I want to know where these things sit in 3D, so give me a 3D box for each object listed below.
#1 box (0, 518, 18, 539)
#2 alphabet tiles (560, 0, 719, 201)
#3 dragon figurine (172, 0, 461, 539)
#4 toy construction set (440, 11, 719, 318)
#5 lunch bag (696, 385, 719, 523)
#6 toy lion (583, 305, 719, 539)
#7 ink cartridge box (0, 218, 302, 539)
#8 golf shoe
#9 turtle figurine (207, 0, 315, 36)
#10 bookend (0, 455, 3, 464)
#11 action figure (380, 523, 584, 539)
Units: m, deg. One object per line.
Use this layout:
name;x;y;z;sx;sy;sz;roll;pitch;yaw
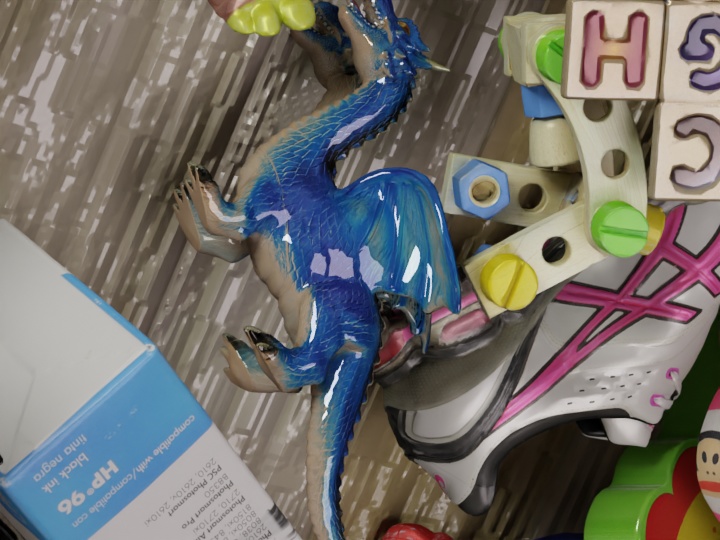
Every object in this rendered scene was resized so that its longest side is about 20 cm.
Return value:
box;-0.196;0.188;0.938;0.200;0.049;0.160;-26;122;-23
alphabet tiles;0.149;-0.121;0.892;0.166;0.006;0.200;0;102;-16
dragon figurine;0.000;0.000;0.918;0.099;0.059;0.200;-17;78;-15
toy construction set;0.126;-0.055;0.946;0.200;0.092;0.131;-5;99;-24
lunch bag;0.211;0.092;1.051;0.176;0.082;0.200;-54;126;-24
toy lion;0.161;0.113;1.089;0.200;0.069;0.192;26;67;-43
ink cartridge box;-0.073;0.088;0.931;0.068;0.116;0.200;-42;129;-10
golf shoe;0.097;0.018;1.030;0.200;0.073;0.092;-26;93;-15
turtle figurine;-0.026;-0.159;0.873;0.200;0.064;0.161;-40;142;-41
bookend;-0.175;0.050;0.785;0.092;0.199;0.200;-39;130;-17
action figure;0.079;0.136;1.082;0.200;0.099;0.065;-1;111;-33
